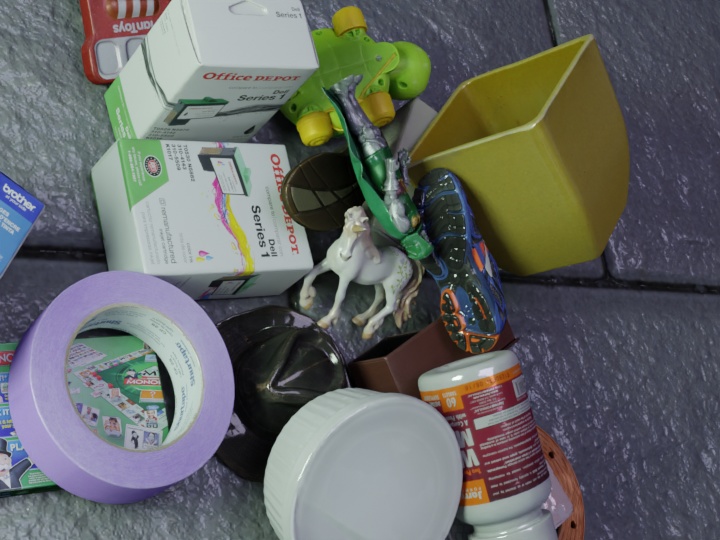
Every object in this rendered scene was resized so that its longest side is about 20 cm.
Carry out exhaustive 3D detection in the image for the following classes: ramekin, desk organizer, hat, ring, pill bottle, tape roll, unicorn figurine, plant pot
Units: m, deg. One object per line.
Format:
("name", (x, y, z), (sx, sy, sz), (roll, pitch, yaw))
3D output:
("ramekin", (-0.005, 0.209, 1.180), (0.200, 0.094, 0.206), (-8, 105, -32))
("desk organizer", (0.083, 0.091, 1.343), (0.199, 0.071, 0.078), (-32, 102, -40))
("hat", (-0.072, 0.115, 1.228), (0.198, 0.081, 0.204), (14, 63, -29))
("ring", (0.175, 0.264, 1.373), (0.198, 0.019, 0.204), (15, 62, -30))
("pill bottle", (0.134, 0.193, 1.245), (0.108, 0.109, 0.203), (-15, 90, -38))
("tape roll", (-0.216, 0.106, 1.105), (0.198, 0.065, 0.203), (15, 61, -28))
("unicorn figurine", (0.000, 0.000, 1.281), (0.074, 0.139, 0.199), (39, 18, 27))
("plant pot", (0.199, -0.111, 1.378), (0.201, 0.194, 0.195), (57, 44, -21))

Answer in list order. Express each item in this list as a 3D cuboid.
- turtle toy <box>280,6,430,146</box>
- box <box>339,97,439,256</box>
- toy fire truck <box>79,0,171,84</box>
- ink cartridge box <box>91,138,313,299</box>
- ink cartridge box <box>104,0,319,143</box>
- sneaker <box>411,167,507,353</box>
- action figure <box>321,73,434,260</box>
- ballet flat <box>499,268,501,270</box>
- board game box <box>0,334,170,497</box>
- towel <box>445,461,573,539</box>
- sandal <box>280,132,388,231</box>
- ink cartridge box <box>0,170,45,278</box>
("turtle toy", (-0.012, -0.218, 1.393), (0.197, 0.101, 0.148), (-16, 77, -6))
("box", (0.043, -0.097, 1.407), (0.068, 0.082, 0.202), (32, 55, -20))
("toy fire truck", (-0.218, -0.292, 1.311), (0.198, 0.111, 0.171), (-14, 101, -38))
("ink cartridge box", (-0.160, -0.051, 1.240), (0.198, 0.084, 0.147), (-2, 70, -36))
("ink cartridge box", (-0.154, -0.195, 1.234), (0.144, 0.200, 0.086), (-7, 72, -35))
("sneaker", (0.108, -0.013, 1.313), (0.078, 0.074, 0.203), (-22, 97, -60))
("action figure", (0.023, -0.104, 1.253), (0.202, 0.054, 0.118), (65, 17, -4))
("ballet flat", (0.143, -0.032, 1.462), (0.197, 0.071, 0.072), (0, 69, -34))
("board game box", (-0.274, 0.131, 1.113), (0.197, 0.029, 0.137), (-1, 69, -35))
("towel", (0.131, 0.224, 1.329), (0.190, 0.032, 0.202), (-29, 88, -40))
("sandal", (-0.030, -0.099, 1.292), (0.200, 0.054, 0.083), (-45, 120, -51))
("ink cartridge box", (-0.356, -0.006, 1.048), (0.076, 0.136, 0.202), (39, 52, -20))
